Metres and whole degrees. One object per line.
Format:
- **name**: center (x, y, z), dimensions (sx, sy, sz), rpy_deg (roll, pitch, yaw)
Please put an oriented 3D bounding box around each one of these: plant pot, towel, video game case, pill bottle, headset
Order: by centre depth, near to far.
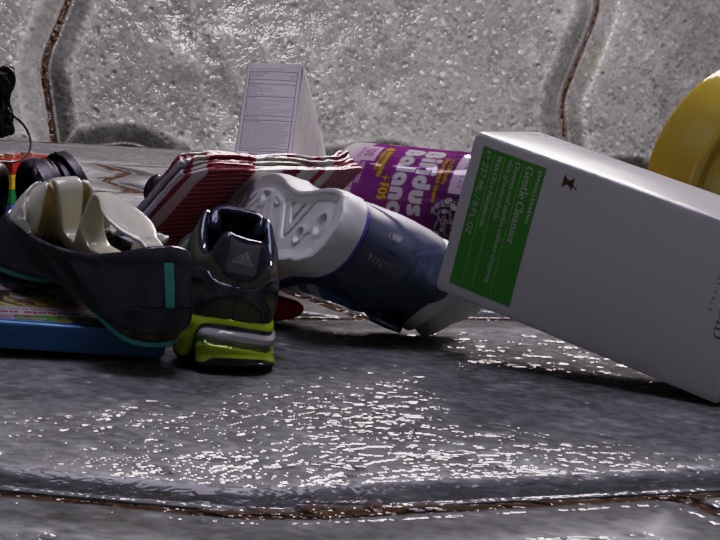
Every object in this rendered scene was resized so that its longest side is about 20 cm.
- **video game case**: center (-0.195, 0.009, 1.099), dimensions (0.142, 0.018, 0.200), rpy_deg (5, 16, -10)
- **headset**: center (-0.257, -0.066, 1.318), dimensions (0.122, 0.095, 0.201), rpy_deg (0, 36, -14)
- **towel**: center (-0.104, -0.037, 1.322), dimensions (0.199, 0.144, 0.023), rpy_deg (-5, 56, -53)
- **pill bottle**: center (0.077, -0.043, 1.481), dimensions (0.198, 0.113, 0.112), rpy_deg (6, 7, 22)
- **plant pot**: center (0.374, -0.057, 1.520), dimensions (0.199, 0.203, 0.189), rpy_deg (0, 22, -32)

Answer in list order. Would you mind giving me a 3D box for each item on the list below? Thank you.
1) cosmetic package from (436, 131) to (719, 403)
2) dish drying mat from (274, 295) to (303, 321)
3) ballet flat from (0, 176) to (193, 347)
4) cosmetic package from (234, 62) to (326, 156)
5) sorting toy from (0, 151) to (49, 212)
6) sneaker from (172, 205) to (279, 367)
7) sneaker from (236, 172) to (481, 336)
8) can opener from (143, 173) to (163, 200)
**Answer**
- **cosmetic package**: center (0.159, -0.007, 1.088), dimensions (0.199, 0.109, 0.085), rpy_deg (22, 15, 32)
- **dish drying mat**: center (-0.133, 0.026, 1.156), dimensions (0.076, 0.018, 0.199), rpy_deg (13, 11, 44)
- **ballet flat**: center (-0.160, -0.017, 1.044), dimensions (0.073, 0.074, 0.199), rpy_deg (-1, 17, -40)
- **cosmetic package**: center (-0.060, -0.080, 1.448), dimensions (0.050, 0.083, 0.200), rpy_deg (4, -25, 8)
- **sorting toy**: center (-0.336, -0.066, 1.481), dimensions (0.198, 0.070, 0.199), rpy_deg (2, 5, 1)
- **sneaker**: center (-0.078, -0.001, 1.090), dimensions (0.073, 0.082, 0.200), rpy_deg (9, 11, -14)
- **sneaker**: center (0.000, 0.000, 1.220), dimensions (0.146, 0.081, 0.200), rpy_deg (29, -10, -25)
- **can opener**: center (-0.132, -0.044, 1.399), dimensions (0.063, 0.079, 0.200), rpy_deg (10, -5, 13)
